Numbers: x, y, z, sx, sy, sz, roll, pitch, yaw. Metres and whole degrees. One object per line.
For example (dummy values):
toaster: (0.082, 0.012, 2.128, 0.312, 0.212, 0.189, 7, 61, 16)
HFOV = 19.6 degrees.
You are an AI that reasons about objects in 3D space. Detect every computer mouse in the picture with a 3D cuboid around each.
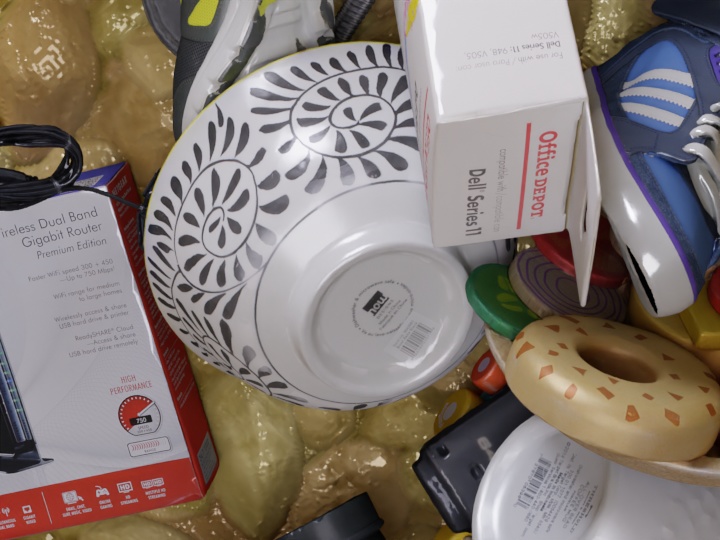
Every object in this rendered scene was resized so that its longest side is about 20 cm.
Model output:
computer mouse: (-0.119, -0.035, 1.052, 0.199, 0.034, 0.059, 17, 100, -31)

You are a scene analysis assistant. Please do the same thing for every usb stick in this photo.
usb stick: (0.118, 0.060, 1.054, 0.199, 0.033, 0.056, -34, 100, -7)

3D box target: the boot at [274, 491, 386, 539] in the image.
boot: (-0.022, 0.221, 1.096, 0.198, 0.073, 0.164, -32, 83, 39)

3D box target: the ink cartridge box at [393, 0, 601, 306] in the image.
ink cartridge box: (0.055, -0.091, 0.921, 0.067, 0.117, 0.202, -8, 63, -2)

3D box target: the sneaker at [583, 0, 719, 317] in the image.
sneaker: (0.174, -0.067, 0.952, 0.145, 0.200, 0.081, -23, 115, 9)

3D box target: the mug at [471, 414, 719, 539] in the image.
mug: (0.128, 0.161, 0.999, 0.175, 0.148, 0.201, 32, 98, -34)

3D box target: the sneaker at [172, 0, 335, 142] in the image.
sneaker: (-0.055, -0.144, 1.015, 0.085, 0.074, 0.201, 48, 132, 35)

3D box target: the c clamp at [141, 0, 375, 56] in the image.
c clamp: (-0.021, -0.148, 1.049, 0.170, 0.027, 0.201, 30, 111, 3)

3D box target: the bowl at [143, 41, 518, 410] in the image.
bowl: (0.000, 0.000, 1.012, 0.199, 0.094, 0.202, -8, 124, -13)

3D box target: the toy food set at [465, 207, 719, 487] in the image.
toy food set: (0.148, 0.028, 0.965, 0.198, 0.199, 0.049, 1, 123, -13)

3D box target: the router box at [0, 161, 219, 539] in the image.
router box: (-0.196, 0.053, 1.125, 0.198, 0.049, 0.181, -13, 106, 12)

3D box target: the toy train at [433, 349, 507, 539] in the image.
toy train: (0.103, 0.131, 1.109, 0.149, 0.056, 0.202, -6, 99, -17)
